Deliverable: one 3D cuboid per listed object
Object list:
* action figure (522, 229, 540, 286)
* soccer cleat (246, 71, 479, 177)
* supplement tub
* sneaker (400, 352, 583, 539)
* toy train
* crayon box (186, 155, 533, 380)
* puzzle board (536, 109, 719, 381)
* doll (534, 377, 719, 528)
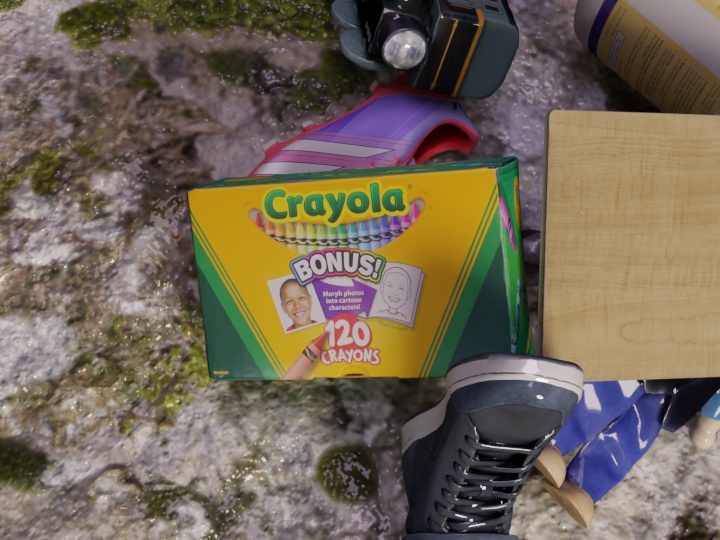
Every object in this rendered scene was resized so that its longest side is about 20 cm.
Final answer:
[{"bbox_3d":[0.129,-0.006,0.804,0.196,0.130,0.071,-4,69,10],"label":"action figure"},{"bbox_3d":[-0.008,-0.067,0.853,0.199,0.067,0.077,-37,71,-22],"label":"soccer cleat"},{"bbox_3d":[0.262,-0.160,0.869,0.145,0.146,0.200,-41,74,-20],"label":"supplement tub"},{"bbox_3d":[0.069,0.135,0.692,0.076,0.203,0.148,8,66,-10],"label":"sneaker"},{"bbox_3d":[0.041,-0.195,0.882,0.112,0.086,0.201,11,35,-16],"label":"toy train"},{"bbox_3d":[0.000,0.000,0.758,0.197,0.058,0.121,-3,100,21],"label":"crayon box"},{"bbox_3d":[0.194,-0.014,0.735,0.197,0.017,0.153,-1,95,-18],"label":"puzzle board"},{"bbox_3d":[0.191,0.068,0.779,0.200,0.137,0.048,-41,30,-8],"label":"doll"}]
